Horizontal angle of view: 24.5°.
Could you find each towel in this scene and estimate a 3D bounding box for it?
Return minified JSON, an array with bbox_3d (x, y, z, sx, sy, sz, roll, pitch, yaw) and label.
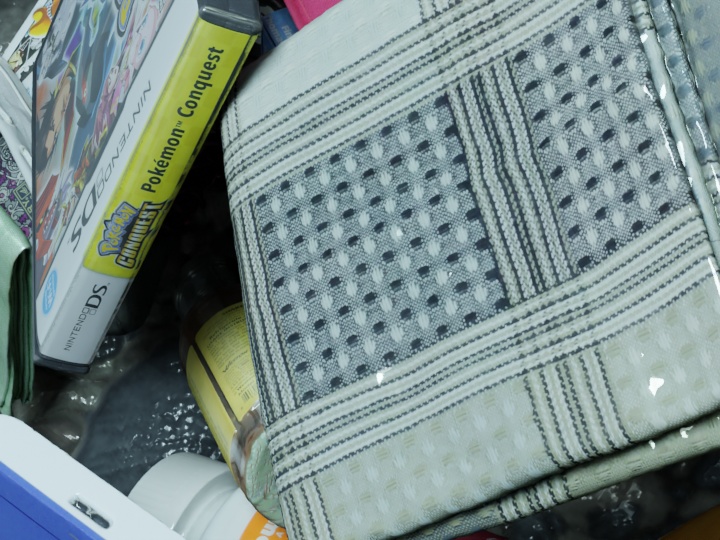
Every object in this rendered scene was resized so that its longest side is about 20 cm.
[{"bbox_3d":[0.039,-0.020,0.514,0.200,0.035,0.193,-25,60,29],"label":"towel"},{"bbox_3d":[-0.222,-0.036,0.821,0.023,0.153,0.200,-28,65,-27],"label":"towel"}]

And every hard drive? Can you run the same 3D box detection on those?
[{"bbox_3d":[-0.109,0.167,0.727,0.132,0.200,0.025,30,50,26],"label":"hard drive"}]

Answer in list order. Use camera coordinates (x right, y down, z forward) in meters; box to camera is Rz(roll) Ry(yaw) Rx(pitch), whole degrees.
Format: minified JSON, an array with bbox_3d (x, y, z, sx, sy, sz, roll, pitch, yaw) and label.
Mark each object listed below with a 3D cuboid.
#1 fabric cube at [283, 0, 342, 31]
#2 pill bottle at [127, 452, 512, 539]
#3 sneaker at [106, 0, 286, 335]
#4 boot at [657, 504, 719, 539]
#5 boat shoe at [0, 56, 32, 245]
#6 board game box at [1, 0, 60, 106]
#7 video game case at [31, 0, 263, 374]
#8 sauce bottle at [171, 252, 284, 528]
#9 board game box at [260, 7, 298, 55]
[{"bbox_3d":[0.118,-0.088,0.627,0.196,0.199,0.200,-39,55,21],"label":"fabric cube"},{"bbox_3d":[-0.009,0.151,0.729,0.200,0.110,0.110,15,80,27],"label":"pill bottle"},{"bbox_3d":[-0.071,-0.062,0.796,0.115,0.076,0.200,8,93,9],"label":"sneaker"},{"bbox_3d":[0.180,0.103,0.655,0.201,0.144,0.071,-20,67,14],"label":"boot"},{"bbox_3d":[-0.207,-0.068,0.856,0.072,0.069,0.200,-38,65,6],"label":"boat shoe"},{"bbox_3d":[-0.148,-0.078,0.895,0.126,0.035,0.200,30,86,25],"label":"board game box"},{"bbox_3d":[-0.095,-0.090,0.674,0.181,0.025,0.200,-58,29,35],"label":"video game case"},{"bbox_3d":[-0.047,0.044,0.756,0.065,0.065,0.200,-43,29,4],"label":"sauce bottle"},{"bbox_3d":[0.000,0.000,0.728,0.037,0.200,0.151,-22,65,-15],"label":"board game box"}]
